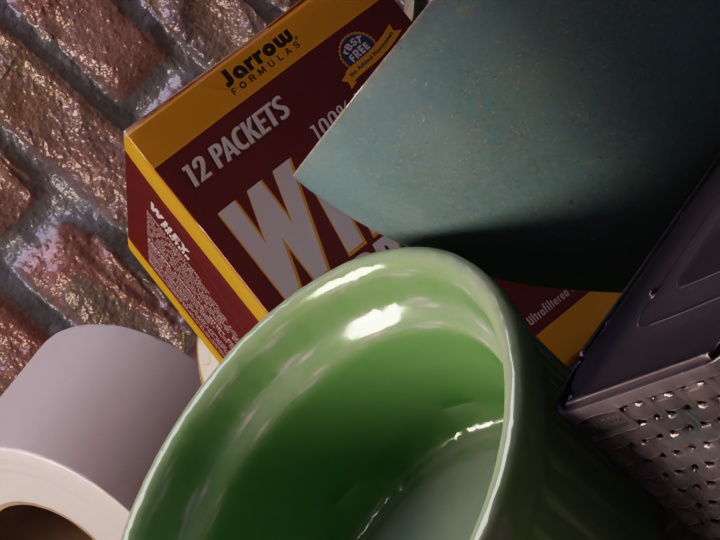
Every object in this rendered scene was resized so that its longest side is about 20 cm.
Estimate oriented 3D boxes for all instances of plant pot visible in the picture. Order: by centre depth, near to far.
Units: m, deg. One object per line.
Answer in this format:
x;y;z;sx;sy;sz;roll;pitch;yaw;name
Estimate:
0.088;-0.070;0.755;0.200;0.135;0.200;-50;2;3;plant pot

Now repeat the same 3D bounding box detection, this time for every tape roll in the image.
-0.185;0.159;1.444;0.203;0.202;0.139;-42;10;45;tape roll

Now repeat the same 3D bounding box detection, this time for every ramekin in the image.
0.010;0.102;0.704;0.199;0.097;0.201;-34;37;30;ramekin

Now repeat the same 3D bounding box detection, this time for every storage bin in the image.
0.166;-0.010;0.622;0.200;0.094;0.135;-51;8;-22;storage bin

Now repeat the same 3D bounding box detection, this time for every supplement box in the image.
0.000;0.000;0.941;0.132;0.198;0.200;-38;-7;-13;supplement box

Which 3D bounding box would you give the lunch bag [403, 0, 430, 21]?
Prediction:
0.081;-0.079;1.159;0.165;0.116;0.201;78;-165;-55;lunch bag

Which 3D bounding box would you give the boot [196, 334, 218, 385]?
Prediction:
-0.002;0.076;1.081;0.155;0.073;0.201;-32;49;21;boot
